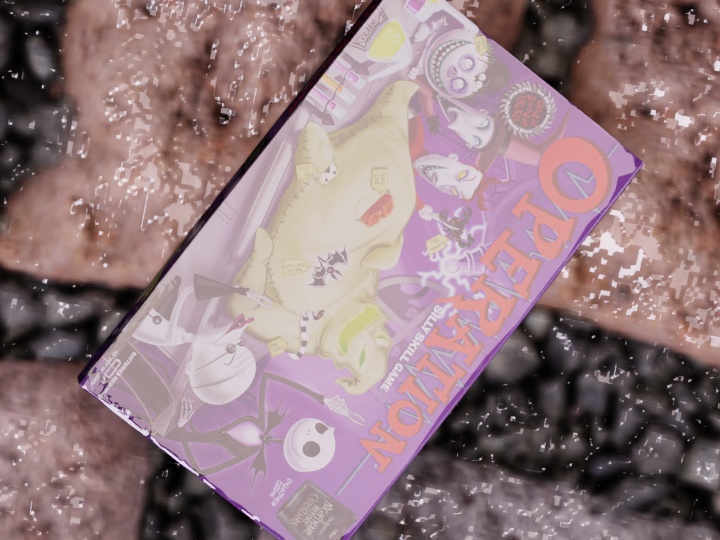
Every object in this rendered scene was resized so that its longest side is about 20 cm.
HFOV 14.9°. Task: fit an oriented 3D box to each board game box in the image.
[{"bbox_3d":[0.000,0.000,1.046,0.120,0.032,0.200,38,88,-11],"label":"board game box"}]
